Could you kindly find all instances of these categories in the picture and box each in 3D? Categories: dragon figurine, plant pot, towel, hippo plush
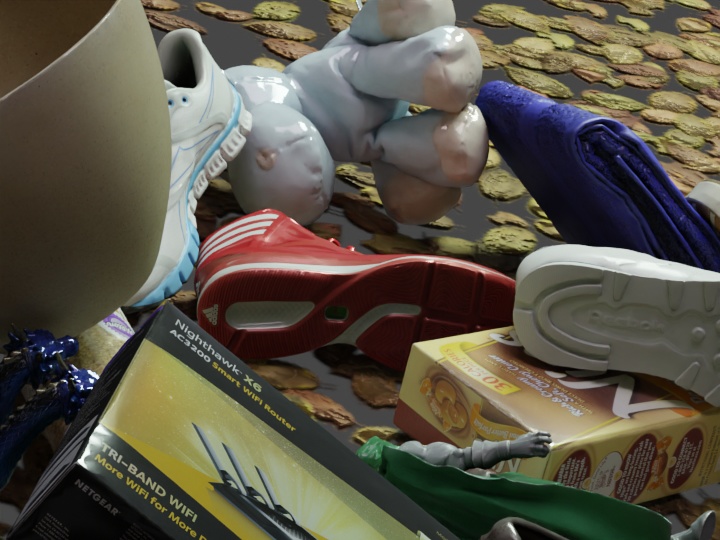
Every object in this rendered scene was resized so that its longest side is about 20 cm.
[{"bbox_3d":[-0.204,0.081,1.011,0.200,0.100,0.059,-7,31,-32],"label":"dragon figurine"},{"bbox_3d":[-0.170,-0.039,1.091,0.200,0.135,0.200,-23,23,10],"label":"plant pot"},{"bbox_3d":[0.149,-0.052,1.391,0.050,0.148,0.200,-39,18,-5],"label":"towel"},{"bbox_3d":[-0.027,-0.113,1.439,0.160,0.159,0.200,-15,55,-27],"label":"hippo plush"}]

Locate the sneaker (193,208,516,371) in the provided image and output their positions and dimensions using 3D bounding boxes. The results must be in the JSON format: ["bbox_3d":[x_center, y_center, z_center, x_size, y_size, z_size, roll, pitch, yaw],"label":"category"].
[{"bbox_3d":[0.000,0.000,1.315,0.199,0.079,0.116,7,27,-15],"label":"sneaker"}]

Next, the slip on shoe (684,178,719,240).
[{"bbox_3d":[0.248,-0.022,1.388,0.076,0.061,0.200,52,4,23],"label":"slip on shoe"}]

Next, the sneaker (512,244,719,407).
[{"bbox_3d":[0.182,0.026,1.228,0.200,0.077,0.081,17,16,3],"label":"sneaker"}]

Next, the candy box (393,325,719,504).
[{"bbox_3d":[0.131,0.075,1.243,0.200,0.055,0.115,-8,31,-40],"label":"candy box"}]

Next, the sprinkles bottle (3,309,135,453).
[{"bbox_3d":[-0.139,0.052,1.144,0.068,0.068,0.200,1,27,-25],"label":"sprinkles bottle"}]

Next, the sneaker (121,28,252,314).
[{"bbox_3d":[-0.126,-0.061,1.306,0.075,0.087,0.200,0,46,19],"label":"sneaker"}]

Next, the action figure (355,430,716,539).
[{"bbox_3d":[0.078,0.117,1.094,0.200,0.118,0.055,15,55,31],"label":"action figure"}]

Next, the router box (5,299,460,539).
[{"bbox_3d":[-0.039,0.121,0.968,0.200,0.052,0.157,40,23,-9],"label":"router box"}]

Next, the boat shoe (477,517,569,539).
[{"bbox_3d":[0.127,0.166,0.987,0.201,0.061,0.072,24,26,-23],"label":"boat shoe"}]
